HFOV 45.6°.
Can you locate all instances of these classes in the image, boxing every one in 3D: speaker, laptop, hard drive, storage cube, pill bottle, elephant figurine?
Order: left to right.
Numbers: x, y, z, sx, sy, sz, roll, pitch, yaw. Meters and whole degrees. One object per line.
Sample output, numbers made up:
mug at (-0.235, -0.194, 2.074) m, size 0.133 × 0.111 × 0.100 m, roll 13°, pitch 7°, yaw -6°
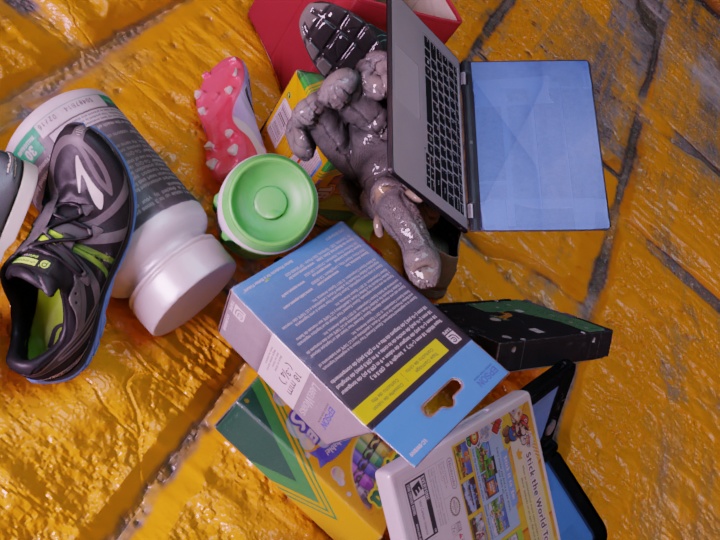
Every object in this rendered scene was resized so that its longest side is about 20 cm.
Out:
pill bottle at (-0.206, -0.050, 0.747) m, size 0.200 × 0.113 × 0.113 m, roll 48°, pitch 40°, yaw 7°
speaker at (-0.090, -0.054, 0.784) m, size 0.087 × 0.200 × 0.090 m, roll 0°, pitch 89°, yaw -11°
storage cube at (-0.010, -0.322, 1.096) m, size 0.198 × 0.180 × 0.173 m, roll -1°, pitch 56°, yaw -41°
elephant figurine at (0.028, -0.090, 0.805) m, size 0.155 × 0.141 × 0.201 m, roll -37°, pitch 93°, yaw -26°
laptop at (0.122, -0.142, 0.762) m, size 0.199 × 0.115 × 0.190 m, roll 31°, pitch 51°, yaw -47°
hard drive at (0.167, 0.069, 0.953) m, size 0.198 × 0.038 × 0.139 m, roll -3°, pitch 16°, yaw -40°

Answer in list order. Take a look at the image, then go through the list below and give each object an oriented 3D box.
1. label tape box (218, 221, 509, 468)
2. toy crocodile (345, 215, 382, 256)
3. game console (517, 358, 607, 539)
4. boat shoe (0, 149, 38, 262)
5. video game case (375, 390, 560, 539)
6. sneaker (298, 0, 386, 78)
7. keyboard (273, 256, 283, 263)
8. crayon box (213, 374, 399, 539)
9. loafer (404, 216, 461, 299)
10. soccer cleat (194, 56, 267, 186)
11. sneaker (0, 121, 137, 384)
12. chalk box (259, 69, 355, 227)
label tape box at (0.002, 0.068, 0.708) m, size 0.200 × 0.064 × 0.144 m, roll 43°, pitch 47°, yaw 16°
toy crocodile at (0.000, 0.000, 0.882) m, size 0.067 × 0.062 × 0.200 m, roll 37°, pitch 15°, yaw -14°
game console at (0.183, 0.212, 0.846) m, size 0.116 × 0.178 × 0.199 m, roll 29°, pitch 31°, yaw 30°
boat shoe at (-0.299, 0.001, 0.612) m, size 0.061 × 0.072 × 0.203 m, roll 31°, pitch 70°, yaw -38°
video game case at (0.104, 0.230, 0.738) m, size 0.180 × 0.023 × 0.203 m, roll -20°, pitch 100°, yaw -38°
sneaker at (0.016, -0.226, 0.942) m, size 0.199 × 0.076 × 0.080 m, roll 34°, pitch 26°, yaw -20°
keyboard at (-0.012, 0.064, 0.826) m, size 0.126 × 0.021 × 0.201 m, roll 32°, pitch 18°, yaw -39°
crayon box at (-0.017, 0.159, 0.770) m, size 0.200 × 0.052 × 0.126 m, roll 43°, pitch 39°, yaw -1°
loafer at (0.090, -0.058, 1.035) m, size 0.075 × 0.068 × 0.202 m, roll 18°, pitch 46°, yaw -27°
soccer cleat at (-0.138, -0.158, 0.950) m, size 0.077 × 0.066 × 0.202 m, roll 49°, pitch 21°, yaw -45°
sneaker at (-0.223, -0.012, 0.651) m, size 0.070 × 0.203 × 0.083 m, roll 12°, pitch 0°, yaw 10°
chalk box at (0.000, -0.131, 0.981) m, size 0.198 × 0.125 × 0.125 m, roll 0°, pitch 55°, yaw -38°
